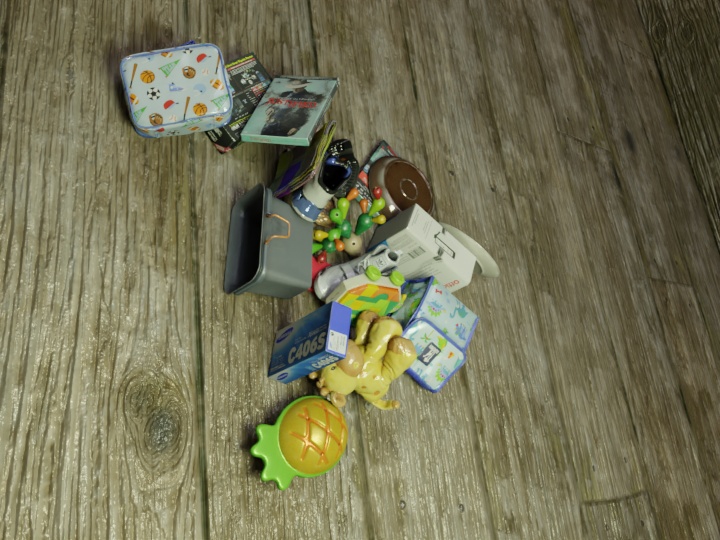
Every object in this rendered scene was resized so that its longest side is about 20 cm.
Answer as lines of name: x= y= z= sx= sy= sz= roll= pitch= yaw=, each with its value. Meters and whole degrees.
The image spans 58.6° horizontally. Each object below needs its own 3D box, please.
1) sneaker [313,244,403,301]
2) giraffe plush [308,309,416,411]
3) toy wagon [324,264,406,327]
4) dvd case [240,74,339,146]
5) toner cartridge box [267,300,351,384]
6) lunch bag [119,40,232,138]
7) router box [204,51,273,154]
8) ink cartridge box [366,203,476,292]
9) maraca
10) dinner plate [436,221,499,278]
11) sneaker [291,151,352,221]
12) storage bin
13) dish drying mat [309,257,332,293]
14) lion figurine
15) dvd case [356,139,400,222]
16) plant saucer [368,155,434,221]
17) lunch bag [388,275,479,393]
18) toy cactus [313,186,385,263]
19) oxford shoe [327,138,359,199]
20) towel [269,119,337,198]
sneaker: x=0.000 y=0.000 z=1.314 sx=0.199 sy=0.115 sz=0.075 roll=-21 pitch=83 yaw=-44
giraffe plush: x=-0.015 y=0.180 z=1.215 sx=0.162 sy=0.172 sz=0.201 roll=6 pitch=99 yaw=-42
toy wagon: x=0.024 y=0.060 z=1.300 sx=0.199 sy=0.155 sz=0.040 roll=12 pitch=43 yaw=-42
dvd case: x=-0.139 y=-0.325 z=1.288 sx=0.022 sy=0.145 sz=0.201 roll=78 pitch=26 yaw=-48
toner cartridge box: x=-0.093 y=0.132 z=1.143 sx=0.043 sy=0.200 sz=0.095 roll=25 pitch=55 yaw=-27
lunch bag: x=-0.336 y=-0.339 z=1.194 sx=0.199 sy=0.076 sz=0.161 roll=-14 pitch=86 yaw=-14
router box: x=-0.255 y=-0.349 z=1.328 sx=0.150 sy=0.062 sz=0.200 roll=54 pitch=47 yaw=-7
ink cartridge box: x=0.139 y=-0.035 z=1.447 sx=0.200 sy=0.146 sz=0.085 roll=39 pitch=50 yaw=-20
maraca: x=-0.102 y=0.297 z=1.122 sx=0.199 sy=0.107 sz=0.138 roll=-18 pitch=79 yaw=-42
dinner plate: x=0.242 y=-0.041 z=1.521 sx=0.200 sy=0.200 sz=0.024 roll=42 pitch=78 yaw=-16
sneaker: x=-0.065 y=-0.191 z=1.262 sx=0.080 sy=0.115 sz=0.200 roll=36 pitch=34 yaw=-26
storage bin: x=-0.159 y=-0.046 z=1.214 sx=0.134 sy=0.145 sz=0.201 roll=18 pitch=59 yaw=-36
dish drying mat: x=-0.065 y=0.024 z=1.341 sx=0.199 sy=0.018 sz=0.077 roll=24 pitch=56 yaw=-30
lion figurine: x=-0.101 y=-0.190 z=1.377 sx=0.122 sy=0.072 sz=0.201 roll=25 pitch=51 yaw=-37
dvd case: x=0.062 y=-0.206 z=1.540 sx=0.146 sy=0.022 sz=0.200 roll=43 pitch=50 yaw=-16
plant saucer: x=0.107 y=-0.188 z=1.523 sx=0.199 sy=0.032 sz=0.201 roll=19 pitch=58 yaw=-33
lunch bag: x=0.145 y=0.139 z=1.395 sx=0.170 sy=0.127 sz=0.201 roll=41 pitch=63 yaw=-23
toy cactus: x=-0.021 y=-0.075 z=1.338 sx=0.200 sy=0.165 sz=0.102 roll=-43 pitch=59 yaw=-10
oxford shoe: x=-0.032 y=-0.205 z=1.408 sx=0.201 sy=0.072 sz=0.085 roll=-89 pitch=169 yaw=-50
towel: x=-0.123 y=-0.213 z=1.269 sx=0.023 sy=0.200 sz=0.144 roll=34 pitch=59 yaw=-26
